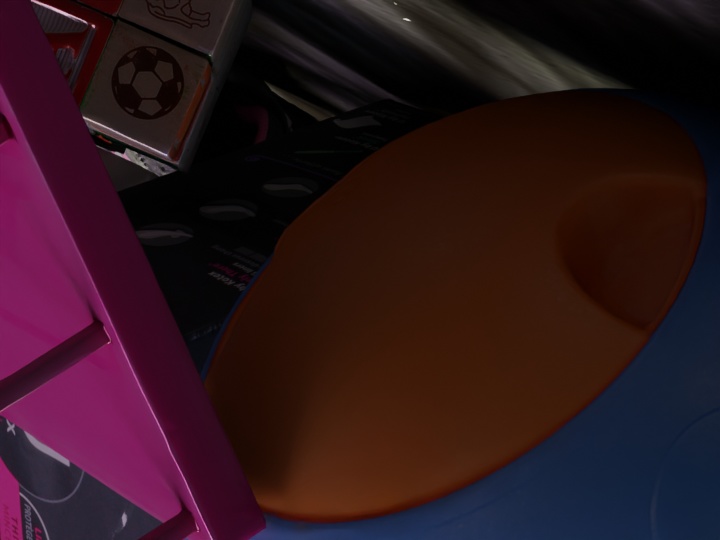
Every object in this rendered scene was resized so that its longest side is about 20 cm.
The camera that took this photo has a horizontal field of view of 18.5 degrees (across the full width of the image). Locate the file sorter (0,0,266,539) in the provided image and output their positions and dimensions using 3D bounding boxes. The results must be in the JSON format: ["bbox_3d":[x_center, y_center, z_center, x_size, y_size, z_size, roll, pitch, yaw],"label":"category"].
[{"bbox_3d":[-0.136,-0.014,0.449,0.139,0.125,0.201,21,139,57],"label":"file sorter"}]

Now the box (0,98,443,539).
[{"bbox_3d":[-0.022,0.032,0.733,0.106,0.123,0.199,21,-149,40],"label":"box"}]

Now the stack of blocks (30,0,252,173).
[{"bbox_3d":[-0.097,-0.079,0.701,0.114,0.059,0.200,23,179,-3],"label":"stack of blocks"}]

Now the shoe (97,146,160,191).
[{"bbox_3d":[-0.132,-0.010,0.734,0.071,0.092,0.200,22,179,30],"label":"shoe"}]

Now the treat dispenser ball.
[{"bbox_3d":[0.056,0.057,0.523,0.199,0.202,0.201,22,179,1],"label":"treat dispenser ball"}]

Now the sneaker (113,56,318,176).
[{"bbox_3d":[-0.059,-0.049,0.886,0.086,0.081,0.199,17,177,38],"label":"sneaker"}]
